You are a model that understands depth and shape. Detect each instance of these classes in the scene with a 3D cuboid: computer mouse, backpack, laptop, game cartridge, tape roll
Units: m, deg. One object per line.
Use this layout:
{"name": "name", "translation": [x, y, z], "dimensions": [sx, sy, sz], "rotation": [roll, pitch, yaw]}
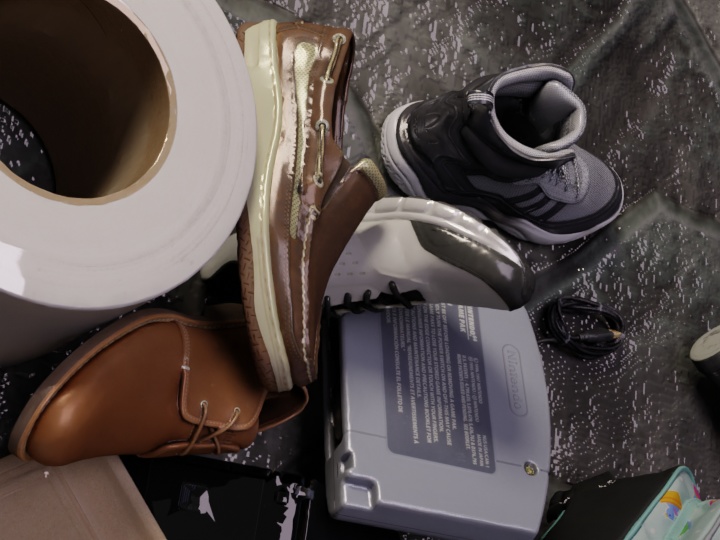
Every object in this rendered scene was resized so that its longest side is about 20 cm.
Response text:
{"name": "computer mouse", "translation": [0.109, 0.051, 0.928], "dimensions": [0.199, 0.034, 0.059], "rotation": [-14, 84, -39]}
{"name": "backpack", "translation": [0.186, 0.237, 0.853], "dimensions": [0.176, 0.152, 0.202], "rotation": [-37, 109, -51]}
{"name": "laptop", "translation": [-0.073, 0.201, 0.761], "dimensions": [0.198, 0.103, 0.179], "rotation": [11, 67, -6]}
{"name": "game cartridge", "translation": [0.043, 0.063, 0.822], "dimensions": [0.132, 0.042, 0.201], "rotation": [17, 46, -22]}
{"name": "tape roll", "translation": [-0.168, -0.063, 0.691], "dimensions": [0.201, 0.139, 0.205], "rotation": [11, 70, -34]}

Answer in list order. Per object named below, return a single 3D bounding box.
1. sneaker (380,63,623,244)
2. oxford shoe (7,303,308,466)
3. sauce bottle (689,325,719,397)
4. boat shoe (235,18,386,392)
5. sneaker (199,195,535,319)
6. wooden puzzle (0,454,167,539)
{"name": "sneaker", "translation": [0.119, -0.073, 0.922], "dimensions": [0.199, 0.113, 0.076], "rotation": [12, 69, -33]}
{"name": "oxford shoe", "translation": [-0.089, 0.063, 0.707], "dimensions": [0.071, 0.072, 0.199], "rotation": [39, 25, 20]}
{"name": "sauce bottle", "translation": [0.310, 0.125, 1.035], "dimensions": [0.201, 0.066, 0.066], "rotation": [53, 53, -12]}
{"name": "boat shoe", "translation": [-0.024, -0.040, 0.732], "dimensions": [0.074, 0.075, 0.204], "rotation": [-4, 71, 2]}
{"name": "sneaker", "translation": [0.000, 0.000, 0.786], "dimensions": [0.081, 0.198, 0.074], "rotation": [-67, 151, -19]}
{"name": "wooden puzzle", "translation": [-0.167, 0.187, 0.656], "dimensions": [0.199, 0.037, 0.186], "rotation": [-24, 74, -34]}
